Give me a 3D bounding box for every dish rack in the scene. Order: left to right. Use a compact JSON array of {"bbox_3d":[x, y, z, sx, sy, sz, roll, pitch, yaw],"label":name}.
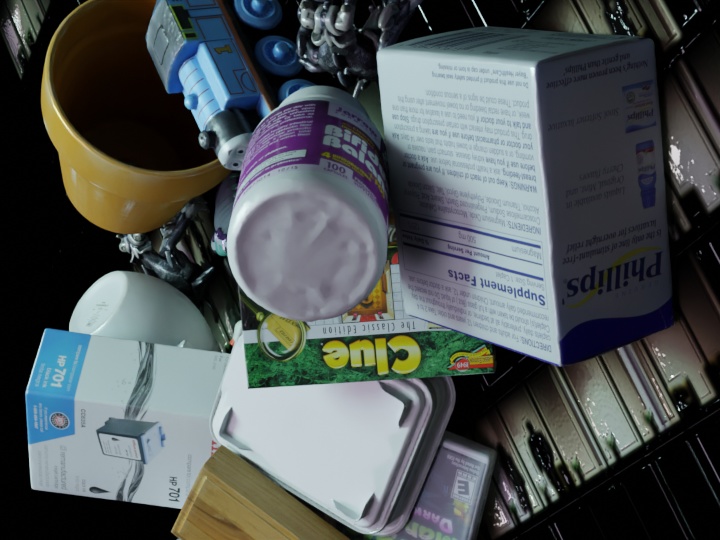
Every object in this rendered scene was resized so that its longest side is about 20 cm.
[{"bbox_3d":[-0.034,0.118,1.300,0.199,0.043,0.173,29,115,18],"label":"dish rack"}]

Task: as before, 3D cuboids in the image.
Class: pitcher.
[{"bbox_3d":[-0.176,0.090,1.553,0.171,0.122,0.200,-2,143,50],"label":"pitcher"}]

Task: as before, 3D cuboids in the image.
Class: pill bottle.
[{"bbox_3d":[-0.033,-0.058,1.143,0.201,0.111,0.113,-87,0,-60],"label":"pill bottle"}]

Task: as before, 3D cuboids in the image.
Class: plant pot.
[{"bbox_3d":[-0.208,-0.131,1.488,0.202,0.199,0.184,63,153,18],"label":"plant pot"}]

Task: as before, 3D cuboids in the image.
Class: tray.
[{"bbox_3d":[-0.062,0.245,1.339,0.199,0.037,0.099,36,131,9],"label":"tray"}]

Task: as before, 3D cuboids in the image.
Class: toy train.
[{"bbox_3d":[-0.108,-0.165,1.374,0.201,0.113,0.087,64,149,26],"label":"toy train"}]

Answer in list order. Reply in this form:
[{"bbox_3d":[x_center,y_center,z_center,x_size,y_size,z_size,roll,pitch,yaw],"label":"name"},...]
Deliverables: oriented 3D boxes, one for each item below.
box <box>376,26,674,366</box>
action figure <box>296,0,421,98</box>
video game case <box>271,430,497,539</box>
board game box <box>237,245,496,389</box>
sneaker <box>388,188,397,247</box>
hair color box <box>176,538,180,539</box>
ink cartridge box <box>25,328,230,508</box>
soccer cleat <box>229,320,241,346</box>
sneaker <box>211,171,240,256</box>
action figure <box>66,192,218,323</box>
[{"bbox_3d":[0.111,-0.058,1.082,0.183,0.104,0.202,17,118,56],"label":"box"},{"bbox_3d":[-0.006,-0.205,1.197,0.118,0.103,0.200,18,165,24],"label":"action figure"},{"bbox_3d":[0.005,0.202,1.339,0.198,0.023,0.184,20,111,20],"label":"video game case"},{"bbox_3d":[0.004,0.034,1.233,0.023,0.198,0.106,-59,-36,-78],"label":"board game box"},{"bbox_3d":[0.022,-0.048,1.268,0.200,0.075,0.088,-46,37,44],"label":"sneaker"},{"bbox_3d":[-0.154,0.291,1.464,0.061,0.100,0.200,56,-173,-3],"label":"hair color box"},{"bbox_3d":[-0.206,0.143,1.480,0.086,0.198,0.147,-81,-1,-46],"label":"ink cartridge box"},{"bbox_3d":[-0.072,0.061,1.490,0.069,0.078,0.200,45,169,-8],"label":"soccer cleat"},{"bbox_3d":[-0.105,-0.059,1.447,0.200,0.074,0.089,-176,81,-72],"label":"sneaker"},{"bbox_3d":[-0.203,-0.035,1.623,0.200,0.102,0.119,49,142,-10],"label":"action figure"}]
